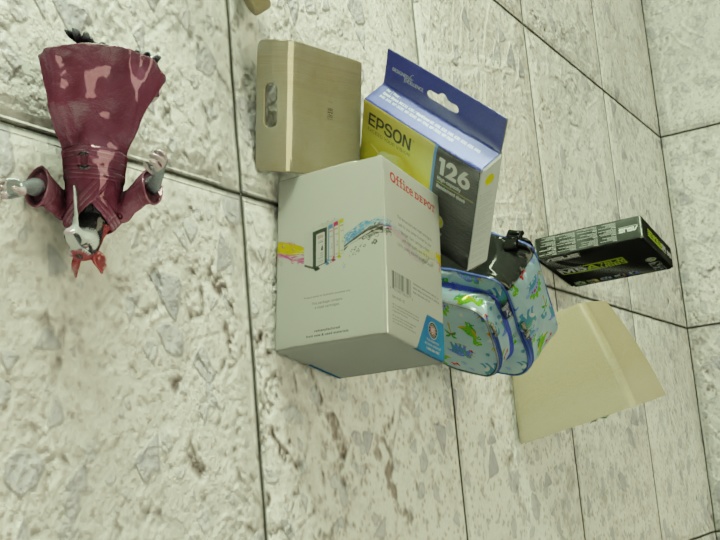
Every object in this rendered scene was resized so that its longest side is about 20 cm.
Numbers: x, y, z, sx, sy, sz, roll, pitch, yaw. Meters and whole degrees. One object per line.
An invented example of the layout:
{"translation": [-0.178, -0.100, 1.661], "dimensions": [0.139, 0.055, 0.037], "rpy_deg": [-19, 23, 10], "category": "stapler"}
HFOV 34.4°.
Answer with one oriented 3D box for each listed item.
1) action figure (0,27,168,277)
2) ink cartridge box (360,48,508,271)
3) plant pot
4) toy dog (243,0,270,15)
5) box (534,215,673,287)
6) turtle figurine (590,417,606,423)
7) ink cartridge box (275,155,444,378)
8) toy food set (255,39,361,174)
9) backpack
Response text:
{"translation": [-0.233, -0.094, 0.991], "dimensions": [0.149, 0.132, 0.204], "rpy_deg": [168, -73, -76], "category": "action figure"}
{"translation": [0.079, -0.130, 1.380], "dimensions": [0.047, 0.197, 0.202], "rpy_deg": [-30, 140, -32], "category": "ink cartridge box"}
{"translation": [0.350, 0.155, 1.877], "dimensions": [0.199, 0.198, 0.180], "rpy_deg": [2, 67, -61], "category": "plant pot"}
{"translation": [-0.120, -0.384, 1.264], "dimensions": [0.130, 0.096, 0.202], "rpy_deg": [-23, 138, -25], "category": "toy dog"}
{"translation": [0.436, -0.030, 2.078], "dimensions": [0.192, 0.197, 0.048], "rpy_deg": [26, 57, -57], "category": "box"}
{"translation": [0.444, 0.202, 2.129], "dimensions": [0.151, 0.099, 0.201], "rpy_deg": [65, 25, -24], "category": "turtle figurine"}
{"translation": [0.000, 0.000, 1.306], "dimensions": [0.147, 0.143, 0.204], "rpy_deg": [30, 55, -55], "category": "ink cartridge box"}
{"translation": [-0.060, -0.182, 1.364], "dimensions": [0.199, 0.060, 0.146], "rpy_deg": [-1, 93, -61], "category": "toy food set"}
{"translation": [0.158, 0.054, 1.559], "dimensions": [0.148, 0.181, 0.201], "rpy_deg": [-52, 133, -26], "category": "backpack"}
